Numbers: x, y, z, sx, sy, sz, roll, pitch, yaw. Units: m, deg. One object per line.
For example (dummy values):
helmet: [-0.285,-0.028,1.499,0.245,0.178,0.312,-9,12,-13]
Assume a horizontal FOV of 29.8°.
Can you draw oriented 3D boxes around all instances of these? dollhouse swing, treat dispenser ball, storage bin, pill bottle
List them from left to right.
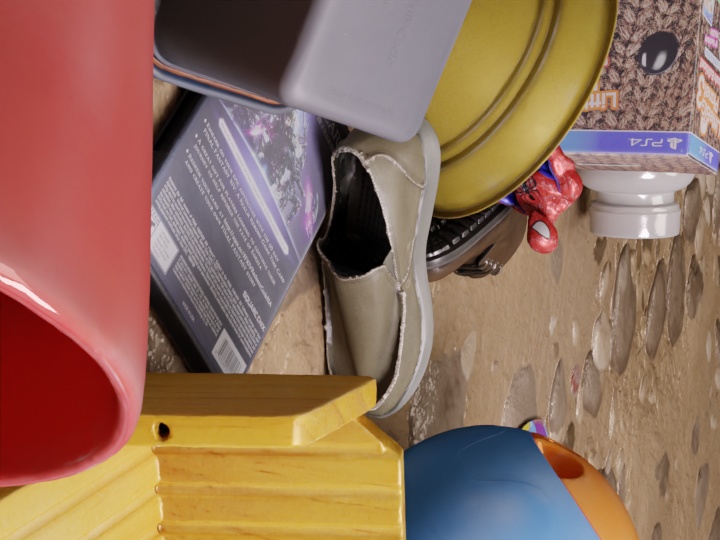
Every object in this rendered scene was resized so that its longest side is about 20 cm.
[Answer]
dollhouse swing: [-0.077,0.167,0.617,0.176,0.181,0.200,-57,146,-76]
storage bin: [-0.018,-0.161,0.624,0.145,0.134,0.200,14,103,-40]
treat dispenser ball: [0.083,0.201,0.876,0.201,0.200,0.201,-14,106,-61]
pill bottle: [0.255,-0.134,1.254,0.113,0.113,0.200,-18,109,-61]

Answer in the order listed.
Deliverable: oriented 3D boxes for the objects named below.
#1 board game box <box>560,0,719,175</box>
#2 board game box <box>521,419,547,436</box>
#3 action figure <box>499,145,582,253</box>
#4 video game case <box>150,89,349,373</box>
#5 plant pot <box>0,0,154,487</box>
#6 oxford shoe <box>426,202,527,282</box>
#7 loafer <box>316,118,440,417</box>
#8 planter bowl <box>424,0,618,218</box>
board game box: [0.214,-0.186,1.119,0.097,0.159,0.200,11,83,-61]
board game box: [0.167,0.233,1.211,0.158,0.039,0.200,-58,142,-42]
action figure: [0.096,-0.110,0.914,0.099,0.065,0.200,4,72,-38]
video game case: [-0.064,-0.048,0.758,0.200,0.019,0.143,-66,147,-35]
plant pot: [-0.149,-0.047,0.429,0.200,0.200,0.178,52,39,-52]
oxford shoe: [0.084,-0.025,0.986,0.200,0.073,0.085,-37,128,-55]
loafer: [0.000,0.000,0.829,0.070,0.075,0.200,-19,118,-47]
planter bowl: [0.061,-0.141,0.853,0.083,0.200,0.201,28,66,-29]
